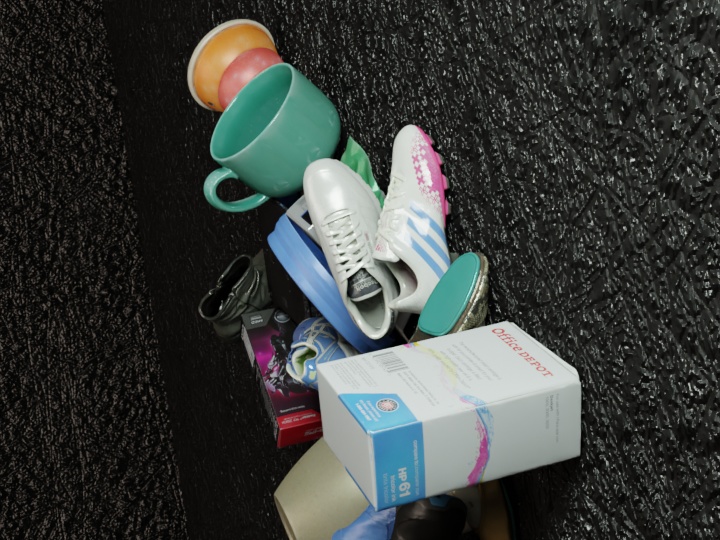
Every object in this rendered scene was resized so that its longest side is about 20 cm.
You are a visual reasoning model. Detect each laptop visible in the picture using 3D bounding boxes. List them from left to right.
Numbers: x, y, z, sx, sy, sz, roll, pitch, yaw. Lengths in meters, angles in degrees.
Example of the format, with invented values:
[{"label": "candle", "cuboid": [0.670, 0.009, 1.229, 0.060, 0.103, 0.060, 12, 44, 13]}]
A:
[{"label": "laptop", "cuboid": [-0.080, -0.041, 1.653, 0.200, 0.103, 0.178, 38, 141, 51]}]

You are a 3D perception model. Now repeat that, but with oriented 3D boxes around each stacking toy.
[{"label": "stacking toy", "cuboid": [-0.139, -0.249, 1.709, 0.200, 0.146, 0.147, 45, 143, 36]}]

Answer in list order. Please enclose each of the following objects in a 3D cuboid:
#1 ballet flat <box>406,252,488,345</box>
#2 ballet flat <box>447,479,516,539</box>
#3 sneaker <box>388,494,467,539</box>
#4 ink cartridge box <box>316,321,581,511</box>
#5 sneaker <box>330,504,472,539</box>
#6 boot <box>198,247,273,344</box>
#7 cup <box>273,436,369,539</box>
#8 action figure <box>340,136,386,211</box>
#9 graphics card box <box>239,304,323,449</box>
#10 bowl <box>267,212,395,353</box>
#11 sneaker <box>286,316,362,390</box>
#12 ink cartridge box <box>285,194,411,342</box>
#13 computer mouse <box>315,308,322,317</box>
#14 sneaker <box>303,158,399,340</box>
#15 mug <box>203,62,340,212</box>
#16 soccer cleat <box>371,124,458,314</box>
[{"label": "ballet flat", "cuboid": [0.078, 0.079, 1.203, 0.200, 0.075, 0.068, -56, 33, -9]}, {"label": "ballet flat", "cuboid": [0.108, 0.199, 1.243, 0.069, 0.063, 0.201, 153, 106, -71]}, {"label": "sneaker", "cuboid": [0.061, 0.291, 1.226, 0.200, 0.073, 0.082, 104, 174, -51]}, {"label": "ink cartridge box", "cuboid": [0.078, 0.125, 1.087, 0.145, 0.199, 0.085, -137, 37, -62]}, {"label": "sneaker", "cuboid": [0.040, 0.247, 1.340, 0.199, 0.077, 0.112, -23, 78, 37]}, {"label": "boot", "cuboid": [-0.149, 0.009, 1.731, 0.068, 0.200, 0.131, 30, 162, 14]}, {"label": "cup", "cuboid": [-0.021, 0.289, 1.478, 0.200, 0.143, 0.201, 158, 90, -77]}, {"label": "action figure", "cuboid": [0.032, -0.050, 1.369, 0.200, 0.054, 0.118, 54, 147, 41]}, {"label": "graphics card box", "cuboid": [-0.082, 0.139, 1.683, 0.051, 0.125, 0.200, 99, 155, -50]}, {"label": "bowl", "cuboid": [-0.037, 0.019, 1.446, 0.201, 0.039, 0.201, 49, -177, -4]}, {"label": "sneaker", "cuboid": [-0.054, 0.098, 1.498, 0.200, 0.077, 0.076, -146, 68, -69]}, {"label": "ink cartridge box", "cuboid": [0.000, 0.000, 1.409, 0.200, 0.039, 0.099, 49, 176, -23]}, {"label": "computer mouse", "cuboid": [-0.040, -0.006, 1.612, 0.139, 0.052, 0.201, -108, 11, -62]}, {"label": "sneaker", "cuboid": [-0.007, -0.023, 1.290, 0.081, 0.076, 0.201, -66, -46, -74]}, {"label": "mug", "cuboid": [-0.111, -0.161, 1.557, 0.185, 0.114, 0.152, -37, 34, 24]}, {"label": "soccer cleat", "cuboid": [0.049, -0.052, 1.263, 0.070, 0.086, 0.201, 151, 109, -71]}]
